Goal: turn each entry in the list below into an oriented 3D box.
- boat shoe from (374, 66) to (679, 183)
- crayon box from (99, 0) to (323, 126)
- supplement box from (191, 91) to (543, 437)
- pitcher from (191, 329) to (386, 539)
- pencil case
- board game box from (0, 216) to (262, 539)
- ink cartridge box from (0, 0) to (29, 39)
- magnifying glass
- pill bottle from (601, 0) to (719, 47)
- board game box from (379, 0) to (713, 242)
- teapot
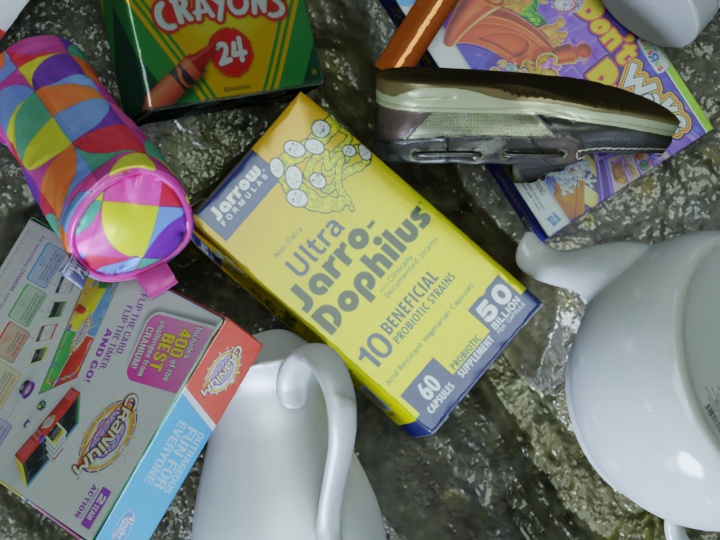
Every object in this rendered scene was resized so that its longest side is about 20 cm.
[{"bbox_3d":[0.102,-0.088,1.160,0.199,0.073,0.065,6,109,-11],"label":"boat shoe"},{"bbox_3d":[-0.109,-0.203,1.181,0.126,0.051,0.201,-13,87,-28],"label":"crayon box"},{"bbox_3d":[0.000,0.000,1.162,0.200,0.110,0.109,41,82,1],"label":"supplement box"},{"bbox_3d":[-0.038,0.140,1.109,0.120,0.171,0.201,-9,93,-23],"label":"pitcher"},{"bbox_3d":[-0.170,-0.068,1.123,0.088,0.089,0.200,-30,43,-7],"label":"pencil case"},{"bbox_3d":[-0.171,0.069,1.115,0.199,0.040,0.154,25,81,41],"label":"board game box"},{"bbox_3d":[-0.276,-0.199,1.119,0.160,0.050,0.201,29,106,-18],"label":"ink cartridge box"},{"bbox_3d":[0.073,-0.208,1.173,0.022,0.079,0.201,35,89,-43],"label":"magnifying glass"},{"bbox_3d":[0.238,-0.242,1.188,0.111,0.111,0.200,41,71,1],"label":"pill bottle"},{"bbox_3d":[0.121,-0.139,1.219,0.134,0.045,0.201,-33,87,-7],"label":"board game box"},{"bbox_3d":[0.200,0.081,1.157,0.197,0.146,0.201,21,60,-34],"label":"teapot"}]
